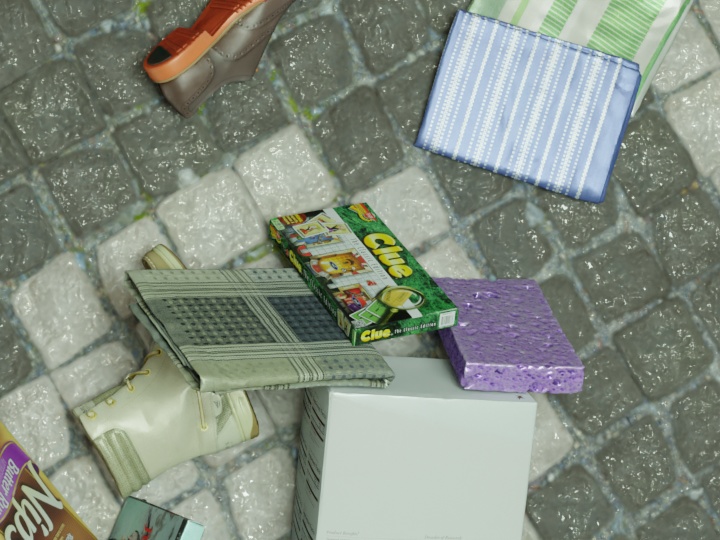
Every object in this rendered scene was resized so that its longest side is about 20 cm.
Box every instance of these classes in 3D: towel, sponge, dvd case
[{"bbox_3d":[0.219,-0.260,1.791,0.199,0.023,0.154,30,80,-6],"label":"towel"},{"bbox_3d":[0.130,0.057,1.655,0.110,0.200,0.030,3,112,-9],"label":"sponge"},{"bbox_3d":[-0.093,0.054,1.563,0.198,0.193,0.035,1,120,-31],"label":"towel"},{"bbox_3d":[0.167,-0.161,1.762,0.198,0.024,0.146,17,90,-3],"label":"towel"},{"bbox_3d":[-0.199,0.276,1.566,0.022,0.200,0.147,26,80,-21],"label":"dvd case"}]

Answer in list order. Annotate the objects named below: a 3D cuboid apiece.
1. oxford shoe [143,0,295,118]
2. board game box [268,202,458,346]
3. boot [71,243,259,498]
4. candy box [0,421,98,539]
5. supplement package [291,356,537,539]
[{"bbox_3d":[-0.115,-0.226,1.715,0.200,0.071,0.073,-39,120,-15],"label":"oxford shoe"},{"bbox_3d":[0.000,0.000,1.640,0.104,0.200,0.024,-9,124,-25],"label":"board game box"},{"bbox_3d":[-0.199,0.092,1.654,0.153,0.072,0.202,-25,89,-9],"label":"boot"},{"bbox_3d":[-0.324,0.211,1.590,0.056,0.117,0.201,-37,93,23],"label":"candy box"},{"bbox_3d":[0.043,0.191,1.621,0.189,0.147,0.202,4,101,-11],"label":"supplement package"}]
